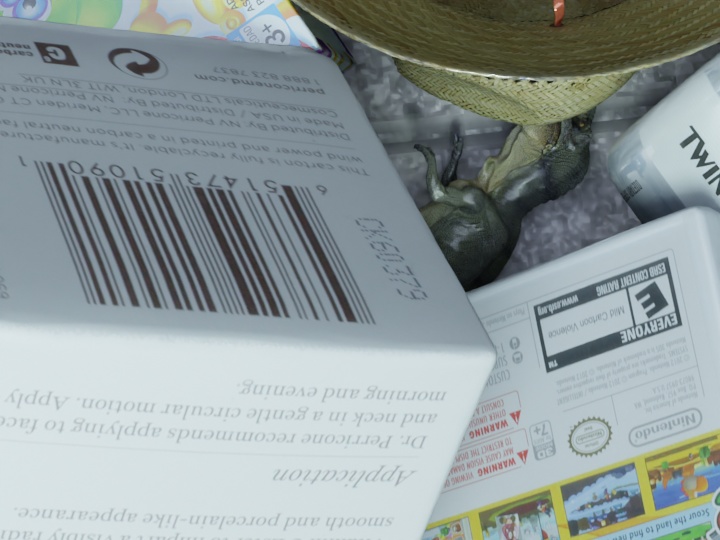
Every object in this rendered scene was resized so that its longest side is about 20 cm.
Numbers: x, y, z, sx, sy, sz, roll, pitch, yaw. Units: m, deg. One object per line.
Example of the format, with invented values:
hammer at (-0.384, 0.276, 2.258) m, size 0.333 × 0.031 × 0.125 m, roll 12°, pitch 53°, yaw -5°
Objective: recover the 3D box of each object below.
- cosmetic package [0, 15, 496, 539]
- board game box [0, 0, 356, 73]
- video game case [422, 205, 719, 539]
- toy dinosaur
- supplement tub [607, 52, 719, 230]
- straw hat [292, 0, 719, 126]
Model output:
cosmetic package at (-0.086, 0.049, 0.881) m, size 0.165 × 0.165 × 0.200 m, roll 5°, pitch 125°, yaw -26°
board game box at (-0.116, -0.058, 0.989) m, size 0.200 × 0.105 × 0.103 m, roll -34°, pitch 87°, yaw 6°
video game case at (0.048, 0.096, 0.923) m, size 0.200 × 0.023 × 0.182 m, roll -22°, pitch 69°, yaw 32°
toy dinosaur at (0.000, 0.000, 1.007) m, size 0.088 × 0.047 × 0.200 m, roll 36°, pitch 98°, yaw -2°
supplement tub at (0.184, 0.006, 0.945) m, size 0.122 × 0.123 × 0.200 m, roll -36°, pitch 86°, yaw 6°
straw hat at (0.056, -0.096, 0.968) m, size 0.201 × 0.201 × 0.085 m, roll 10°, pitch 136°, yaw 7°
